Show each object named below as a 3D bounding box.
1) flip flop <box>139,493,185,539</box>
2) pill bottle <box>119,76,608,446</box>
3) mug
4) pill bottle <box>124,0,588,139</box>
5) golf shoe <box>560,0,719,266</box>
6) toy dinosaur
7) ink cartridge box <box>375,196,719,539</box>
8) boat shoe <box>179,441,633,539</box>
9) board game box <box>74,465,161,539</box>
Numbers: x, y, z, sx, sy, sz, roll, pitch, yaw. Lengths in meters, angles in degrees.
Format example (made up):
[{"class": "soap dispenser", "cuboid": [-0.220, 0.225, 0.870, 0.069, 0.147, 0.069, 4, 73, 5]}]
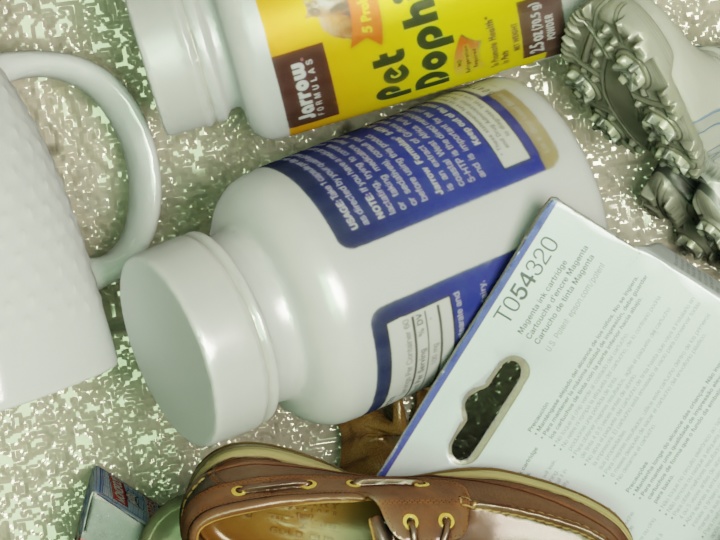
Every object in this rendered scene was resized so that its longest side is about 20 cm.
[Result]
[{"class": "flip flop", "cuboid": [-0.014, 0.166, 1.328, 0.200, 0.058, 0.081, 35, 79, 8]}, {"class": "pill bottle", "cuboid": [0.000, 0.000, 1.324, 0.199, 0.120, 0.120, -22, 101, -23]}, {"class": "mug", "cuboid": [-0.181, -0.028, 1.331, 0.199, 0.147, 0.176, -19, 94, -27]}, {"class": "pill bottle", "cuboid": [-0.004, -0.126, 1.339, 0.199, 0.109, 0.110, -17, 100, -2]}, {"class": "golf shoe", "cuboid": [0.159, -0.081, 1.350, 0.097, 0.078, 0.200, -49, 142, -8]}, {"class": "toy dinosaur", "cuboid": [0.019, 0.116, 1.401, 0.106, 0.060, 0.201, -8, 75, -2]}, {"class": "ink cartridge box", "cuboid": [0.119, 0.096, 1.313, 0.199, 0.043, 0.197, 32, 103, 0]}, {"class": "boat shoe", "cuboid": [0.018, 0.122, 1.273, 0.199, 0.068, 0.072, 8, 103, 4]}, {"class": "board game box", "cuboid": [-0.096, 0.203, 1.405, 0.200, 0.062, 0.200, -42, 99, 2]}]
